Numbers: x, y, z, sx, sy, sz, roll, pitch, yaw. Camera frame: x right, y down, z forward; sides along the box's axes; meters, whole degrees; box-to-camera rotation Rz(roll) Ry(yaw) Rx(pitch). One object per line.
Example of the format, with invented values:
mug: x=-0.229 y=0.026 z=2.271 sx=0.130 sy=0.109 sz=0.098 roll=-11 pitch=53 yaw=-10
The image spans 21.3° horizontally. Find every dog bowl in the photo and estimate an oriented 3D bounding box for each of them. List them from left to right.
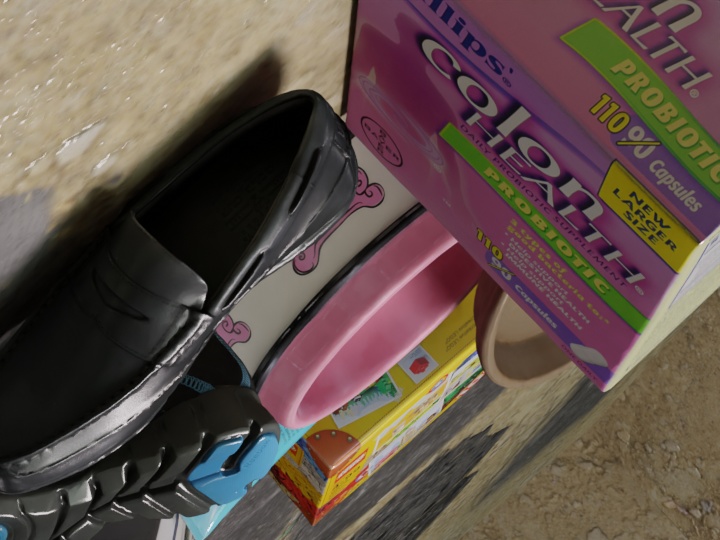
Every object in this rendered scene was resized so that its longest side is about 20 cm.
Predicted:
dog bowl: x=0.000 y=0.000 z=0.980 sx=0.200 sy=0.074 sz=0.200 roll=-42 pitch=169 yaw=-10

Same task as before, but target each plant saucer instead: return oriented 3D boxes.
plant saucer: x=0.130 y=-0.021 z=1.016 sx=0.200 sy=0.029 sz=0.200 roll=-36 pitch=153 yaw=-21

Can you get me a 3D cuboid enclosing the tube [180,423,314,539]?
tube: x=-0.041 y=0.061 z=1.076 sx=0.200 sy=0.078 sz=0.050 roll=-40 pitch=-168 yaw=-33

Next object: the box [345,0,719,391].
box: x=0.089 y=-0.067 z=0.789 sx=0.097 sy=0.176 sz=0.200 roll=-40 pitch=168 yaw=-16

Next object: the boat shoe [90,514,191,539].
boat shoe: x=-0.134 y=0.200 z=1.043 sx=0.066 sy=0.072 sz=0.201 roll=44 pitch=51 yaw=-60

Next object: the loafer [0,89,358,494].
loafer: x=-0.082 y=0.003 z=0.750 sx=0.201 sy=0.068 sz=0.070 roll=-44 pitch=157 yaw=-12

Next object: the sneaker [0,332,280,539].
sneaker: x=-0.137 y=0.079 z=0.798 sx=0.199 sy=0.082 sz=0.073 roll=-16 pitch=144 yaw=-18

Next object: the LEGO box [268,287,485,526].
LEGO box: x=0.023 y=0.059 z=1.248 sx=0.200 sy=0.077 sz=0.149 roll=-40 pitch=168 yaw=-18
